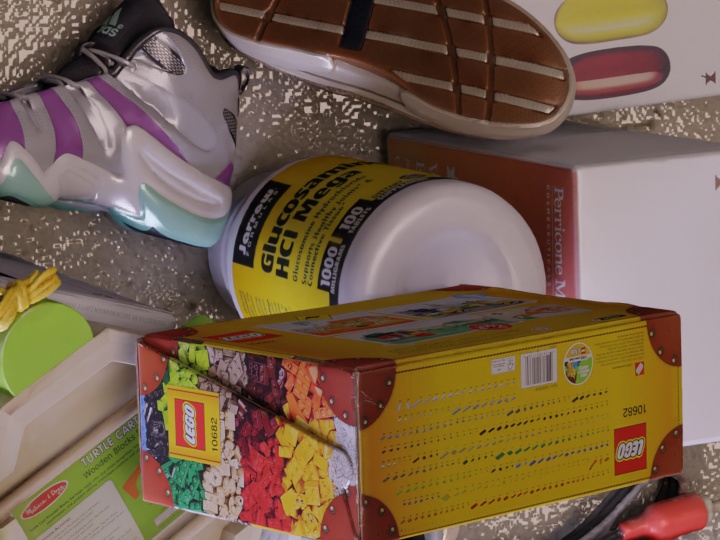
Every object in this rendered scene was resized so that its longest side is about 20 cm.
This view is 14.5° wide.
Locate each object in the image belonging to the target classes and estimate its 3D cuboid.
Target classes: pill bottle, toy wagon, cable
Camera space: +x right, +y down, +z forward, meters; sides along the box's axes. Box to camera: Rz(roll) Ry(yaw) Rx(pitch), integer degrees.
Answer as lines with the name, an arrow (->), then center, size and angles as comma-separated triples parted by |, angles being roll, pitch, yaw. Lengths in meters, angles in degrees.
pill bottle -> 0.000, 0.000, 1.463 | 0.112, 0.200, 0.113 | -4, 99, -28
toy wagon -> -0.117, 0.084, 1.278 | 0.155, 0.040, 0.201 | -38, 118, -24
cable -> 0.138, 0.166, 1.636 | 0.199, 0.050, 0.098 | -7, 101, -36

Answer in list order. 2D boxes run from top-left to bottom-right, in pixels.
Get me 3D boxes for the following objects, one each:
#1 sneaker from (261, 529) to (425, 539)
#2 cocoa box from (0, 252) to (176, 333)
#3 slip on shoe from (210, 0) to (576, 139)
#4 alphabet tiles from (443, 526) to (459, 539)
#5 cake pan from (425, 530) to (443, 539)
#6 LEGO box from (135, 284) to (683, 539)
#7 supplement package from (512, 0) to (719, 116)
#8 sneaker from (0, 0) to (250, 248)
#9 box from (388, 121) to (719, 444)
sneaker -> -0.031, 0.183, 1.460 | 0.075, 0.115, 0.201 | 21, 90, -29
cocoa box -> -0.199, 0.058, 1.365 | 0.133, 0.200, 0.132 | 12, 92, -31
slip on shoe -> 0.019, -0.113, 1.474 | 0.199, 0.061, 0.076 | 14, 78, 15
alphabet tiles -> -0.010, 0.199, 1.592 | 0.199, 0.015, 0.197 | 8, 96, -28
cake pan -> -0.050, 0.146, 1.531 | 0.199, 0.037, 0.201 | -5, 101, -27
LEGO box -> 0.024, 0.060, 1.261 | 0.199, 0.149, 0.078 | -8, 100, -40
supplement package -> 0.127, -0.148, 1.561 | 0.199, 0.109, 0.114 | -10, 101, -26
sneaker -> -0.144, -0.099, 1.449 | 0.199, 0.078, 0.141 | 14, 89, -38
box -> 0.108, 0.004, 1.513 | 0.106, 0.200, 0.153 | -6, 99, -27
